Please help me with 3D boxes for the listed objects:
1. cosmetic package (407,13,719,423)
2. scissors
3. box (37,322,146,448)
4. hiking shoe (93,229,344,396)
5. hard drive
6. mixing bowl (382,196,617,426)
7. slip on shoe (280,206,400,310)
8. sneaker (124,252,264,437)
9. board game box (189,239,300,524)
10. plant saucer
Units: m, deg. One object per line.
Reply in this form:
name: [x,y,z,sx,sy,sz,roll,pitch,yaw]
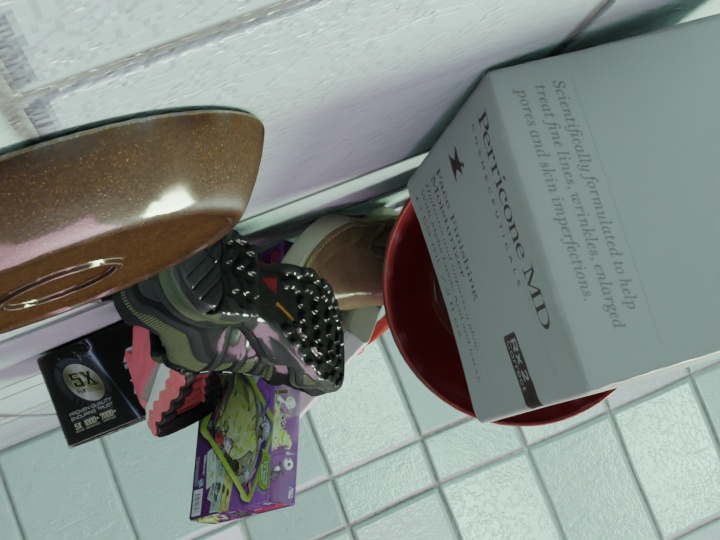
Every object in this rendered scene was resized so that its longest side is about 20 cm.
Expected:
cosmetic package: [0.141,-0.020,0.623,0.164,0.166,0.200,-15,170,-12]
scissors: [0.009,0.058,0.941,0.200,0.014,0.073,-46,174,40]
box: [-0.173,0.082,1.030,0.198,0.087,0.164,-22,176,3]
hiking shoe: [-0.083,0.032,0.707,0.100,0.076,0.200,-12,150,25]
hard drive: [-0.052,0.092,0.921,0.200,0.027,0.132,-50,-173,24]
mixing bowl: [0.110,0.010,0.817,0.199,0.202,0.108,-22,179,-4]
slip on shoe: [0.000,0.000,0.834,0.200,0.060,0.077,-20,137,-63]
sneaker: [-0.134,0.039,0.811,0.073,0.087,0.201,-20,152,-42]
board game box: [-0.087,0.089,0.859,0.032,0.202,0.120,15,155,-29]
plant saucer: [-0.126,-0.008,0.442,0.199,0.035,0.200,-21,176,-1]
